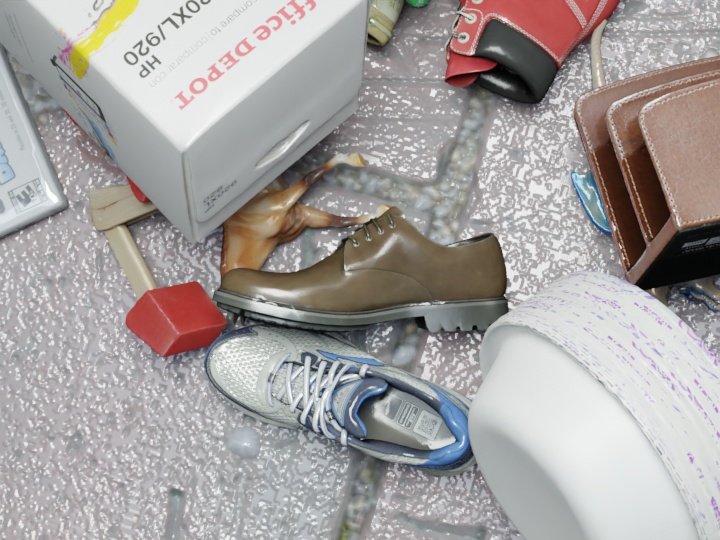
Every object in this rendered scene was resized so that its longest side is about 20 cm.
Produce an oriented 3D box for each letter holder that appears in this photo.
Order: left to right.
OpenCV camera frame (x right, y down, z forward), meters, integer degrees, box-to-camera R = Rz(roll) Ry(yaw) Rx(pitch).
[{"bbox_3d":[0.246,-0.087,0.792,0.200,0.101,0.142,-11,70,-9],"label":"letter holder"}]

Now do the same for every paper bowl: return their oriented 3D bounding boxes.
[{"bbox_3d":[0.143,0.110,0.791,0.104,0.201,0.201,-33,83,-18],"label":"paper bowl"}]

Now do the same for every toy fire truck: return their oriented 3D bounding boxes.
[{"bbox_3d":[-0.149,-0.056,0.905,0.200,0.049,0.141,48,125,23],"label":"toy fire truck"}]

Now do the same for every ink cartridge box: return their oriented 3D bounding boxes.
[{"bbox_3d":[-0.113,-0.150,0.787,0.147,0.145,0.200,-42,78,-15],"label":"ink cartridge box"}]

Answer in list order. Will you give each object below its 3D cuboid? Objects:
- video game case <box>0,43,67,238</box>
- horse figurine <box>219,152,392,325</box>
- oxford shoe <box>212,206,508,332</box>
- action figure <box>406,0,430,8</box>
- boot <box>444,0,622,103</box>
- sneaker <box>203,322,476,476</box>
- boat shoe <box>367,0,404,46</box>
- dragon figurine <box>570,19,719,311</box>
[{"bbox_3d":[-0.330,-0.099,0.950,0.182,0.024,0.200,-24,84,3],"label":"video game case"},{"bbox_3d":[-0.068,-0.079,0.909,0.132,0.050,0.200,-25,92,19],"label":"horse figurine"},{"bbox_3d":[0.000,0.000,0.880,0.200,0.073,0.085,-2,93,-15],"label":"oxford shoe"},{"bbox_3d":[0.006,-0.261,0.864,0.118,0.055,0.200,-24,81,7],"label":"action figure"},{"bbox_3d":[0.069,-0.207,0.889,0.200,0.072,0.144,39,75,4],"label":"boot"},{"bbox_3d":[-0.010,0.081,0.879,0.200,0.085,0.077,16,87,6],"label":"sneaker"},{"bbox_3d":[-0.065,-0.214,0.913,0.200,0.073,0.063,17,84,5],"label":"boat shoe"},{"bbox_3d":[0.181,-0.060,0.882,0.059,0.099,0.200,-24,75,-12],"label":"dragon figurine"}]
